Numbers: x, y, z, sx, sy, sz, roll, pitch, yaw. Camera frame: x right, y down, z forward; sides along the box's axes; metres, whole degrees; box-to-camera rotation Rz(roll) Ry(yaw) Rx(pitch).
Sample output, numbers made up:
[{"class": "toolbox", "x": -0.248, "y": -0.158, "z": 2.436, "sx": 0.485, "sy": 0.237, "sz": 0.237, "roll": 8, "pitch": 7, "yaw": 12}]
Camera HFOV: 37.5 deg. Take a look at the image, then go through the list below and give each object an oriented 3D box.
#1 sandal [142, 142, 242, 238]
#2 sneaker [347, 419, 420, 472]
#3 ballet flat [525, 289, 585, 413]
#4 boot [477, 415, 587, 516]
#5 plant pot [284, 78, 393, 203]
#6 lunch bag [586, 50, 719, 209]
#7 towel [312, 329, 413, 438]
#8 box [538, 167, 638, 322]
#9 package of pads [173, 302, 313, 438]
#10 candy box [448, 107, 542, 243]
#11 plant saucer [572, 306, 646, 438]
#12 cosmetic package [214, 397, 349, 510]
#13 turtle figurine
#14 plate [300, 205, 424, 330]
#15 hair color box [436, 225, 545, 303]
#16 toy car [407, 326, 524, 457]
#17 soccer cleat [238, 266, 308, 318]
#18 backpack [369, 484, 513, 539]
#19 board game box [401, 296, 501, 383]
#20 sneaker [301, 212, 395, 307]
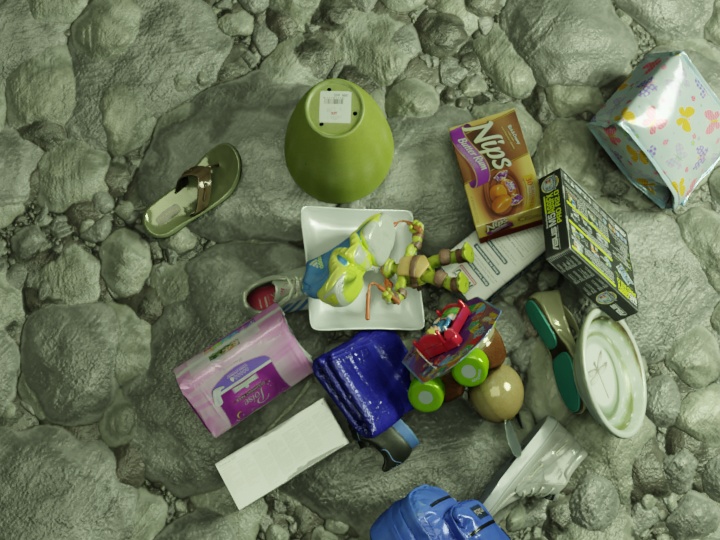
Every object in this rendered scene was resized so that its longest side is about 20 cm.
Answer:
[{"class": "sandal", "x": -0.273, "y": -0.128, "z": 1.736, "sx": 0.201, "sy": 0.057, "sz": 0.080, "roll": -43, "pitch": 81, "yaw": -7}, {"class": "sneaker", "x": 0.002, "y": 0.223, "z": 1.658, "sx": 0.078, "sy": 0.070, "sz": 0.200, "roll": -43, "pitch": 80, "yaw": -6}, {"class": "ballet flat", "x": 0.328, "y": 0.123, "z": 1.678, "sx": 0.068, "sy": 0.070, "sz": 0.203, "roll": -20, "pitch": 79, "yaw": -3}, {"class": "boot", "x": 0.264, "y": 0.328, "z": 1.632, "sx": 0.095, "sy": 0.074, "sz": 0.201, "roll": 40, "pitch": 88, "yaw": 3}, {"class": "plant pot", "x": -0.039, "y": -0.224, "z": 1.677, "sx": 0.183, "sy": 0.200, "sz": 0.191, "roll": 0, "pitch": 79, "yaw": 1}, {"class": "lunch bag", "x": 0.489, "y": -0.220, "z": 1.704, "sx": 0.200, "sy": 0.127, "sz": 0.170, "roll": 45, "pitch": 81, "yaw": -17}, {"class": "towel", "x": 0.024, "y": 0.161, "z": 1.613, "sx": 0.148, "sy": 0.199, "sz": 0.050, "roll": 51, "pitch": 121, "yaw": 9}, {"class": "box", "x": 0.349, "y": -0.038, "z": 1.622, "sx": 0.044, "sy": 0.199, "sz": 0.162, "roll": -27, "pitch": 44, "yaw": 33}, {"class": "package of pads", "x": -0.178, "y": 0.156, "z": 1.650, "sx": 0.198, "sy": 0.076, "sz": 0.121, "roll": -34, "pitch": 119, "yaw": -5}, {"class": "candy box", "x": 0.219, "y": -0.153, "z": 1.691, "sx": 0.115, "sy": 0.057, "sz": 0.203, "roll": -16, "pitch": 59, "yaw": 9}, {"class": "plant saucer", "x": 0.374, "y": 0.159, "z": 1.630, "sx": 0.050, "sy": 0.198, "sz": 0.204, "roll": -17, "pitch": 76, "yaw": 38}, {"class": "cosmetic package", "x": -0.121, "y": 0.286, "z": 1.657, "sx": 0.198, "sy": 0.051, "sz": 0.083, "roll": -30, "pitch": 82, "yaw": -5}, {"class": "turtle figurine", "x": 0.090, "y": 0.006, "z": 1.646, "sx": 0.159, "sy": 0.065, "sz": 0.202, "roll": 1, "pitch": 49, "yaw": 26}, {"class": "plate", "x": 0.000, "y": 0.000, "z": 1.689, "sx": 0.196, "sy": 0.032, "sz": 0.204, "roll": 1, "pitch": 72, "yaw": -23}, {"class": "hair color box", "x": 0.226, "y": -0.032, "z": 1.706, "sx": 0.199, "sy": 0.061, "sz": 0.100, "roll": -38, "pitch": 79, "yaw": -6}, {"class": "toy car", "x": 0.185, "y": 0.188, "z": 1.622, "sx": 0.157, "sy": 0.165, "sz": 0.201, "roll": -33, "pitch": 103, "yaw": 24}, {"class": "soccer cleat", "x": -0.099, "y": 0.031, "z": 1.687, "sx": 0.197, "sy": 0.086, "sz": 0.071, "roll": -19, "pitch": 79, "yaw": -3}, {"class": "backpack", "x": 0.125, "y": 0.412, "z": 1.567, "sx": 0.168, "sy": 0.162, "sz": 0.201, "roll": -45, "pitch": 70, "yaw": 11}, {"class": "board game box", "x": 0.124, "y": 0.087, "z": 1.581, "sx": 0.158, "sy": 0.200, "sz": 0.039, "roll": -41, "pitch": 104, "yaw": -2}, {"class": "sneaker", "x": -0.026, "y": -0.024, "z": 1.616, "sx": 0.104, "sy": 0.077, "sz": 0.200, "roll": 2, "pitch": 35, "yaw": 31}]
